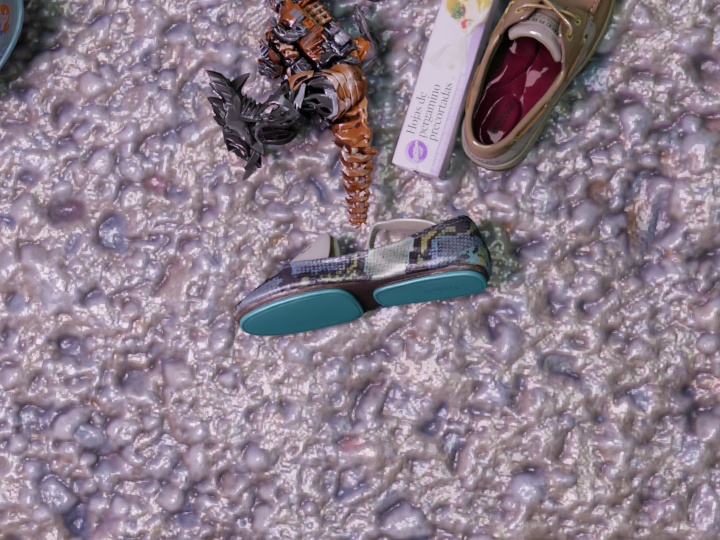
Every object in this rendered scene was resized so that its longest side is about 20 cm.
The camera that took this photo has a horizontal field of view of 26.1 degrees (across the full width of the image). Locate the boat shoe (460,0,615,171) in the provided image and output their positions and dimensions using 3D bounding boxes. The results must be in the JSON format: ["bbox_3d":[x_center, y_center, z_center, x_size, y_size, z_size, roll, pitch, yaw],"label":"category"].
[{"bbox_3d":[0.135,-0.167,1.143,0.073,0.066,0.201,24,92,9],"label":"boat shoe"}]

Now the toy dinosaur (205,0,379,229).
[{"bbox_3d":[-0.041,-0.134,1.164,0.135,0.102,0.201,-21,63,-8],"label":"toy dinosaur"}]

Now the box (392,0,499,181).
[{"bbox_3d":[0.073,-0.169,1.167,0.038,0.041,0.202,17,92,11],"label":"box"}]

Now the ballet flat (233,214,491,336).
[{"bbox_3d":[0.000,0.000,1.170,0.198,0.074,0.075,-10,87,7],"label":"ballet flat"}]

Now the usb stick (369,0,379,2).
[{"bbox_3d":[0.025,-0.305,1.176,0.055,0.033,0.202,15,92,-34],"label":"usb stick"}]

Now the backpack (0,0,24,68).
[{"bbox_3d":[-0.358,-0.208,1.186,0.200,0.150,0.178,45,98,15],"label":"backpack"}]
